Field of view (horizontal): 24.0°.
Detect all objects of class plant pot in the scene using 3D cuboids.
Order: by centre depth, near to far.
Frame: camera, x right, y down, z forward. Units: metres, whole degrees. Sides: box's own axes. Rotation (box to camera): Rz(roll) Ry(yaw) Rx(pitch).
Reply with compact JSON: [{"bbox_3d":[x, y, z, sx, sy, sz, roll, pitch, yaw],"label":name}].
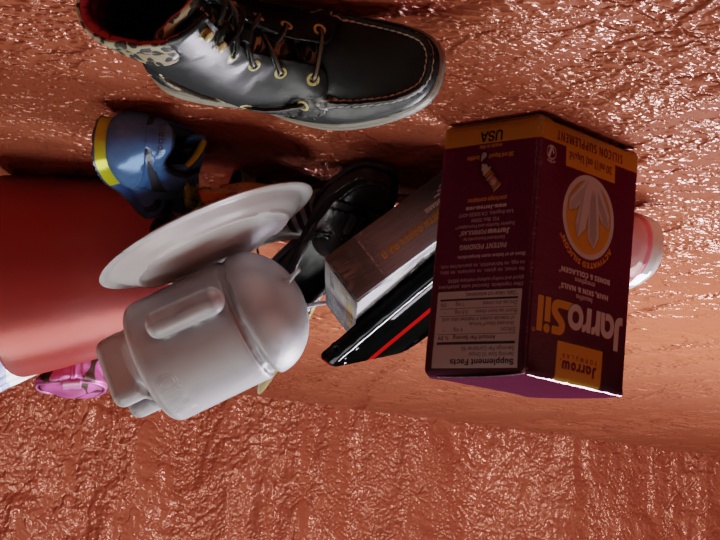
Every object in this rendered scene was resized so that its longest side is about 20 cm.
[{"bbox_3d":[-0.254,-0.002,1.634,0.177,0.201,0.200,-5,168,8],"label":"plant pot"}]

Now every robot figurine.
[{"bbox_3d":[-0.130,0.057,1.491,0.199,0.113,0.170,-26,161,6],"label":"robot figurine"}]

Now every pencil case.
[{"bbox_3d":[-0.291,0.034,1.776,0.090,0.201,0.094,9,171,-22],"label":"pencil case"}]

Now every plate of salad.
[{"bbox_3d":[-0.136,-0.037,1.458,0.199,0.048,0.200,-25,170,-5],"label":"plate of salad"}]

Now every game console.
[{"bbox_3d":[0.069,0.013,1.503,0.200,0.031,0.177,-41,165,21],"label":"game console"}]

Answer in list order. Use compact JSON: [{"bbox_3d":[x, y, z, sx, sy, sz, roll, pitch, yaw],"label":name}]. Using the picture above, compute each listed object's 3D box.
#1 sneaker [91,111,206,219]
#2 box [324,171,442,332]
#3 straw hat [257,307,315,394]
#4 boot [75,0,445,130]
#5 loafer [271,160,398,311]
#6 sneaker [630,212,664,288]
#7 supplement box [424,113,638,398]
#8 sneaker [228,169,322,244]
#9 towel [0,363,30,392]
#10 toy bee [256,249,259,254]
[{"bbox_3d":[-0.159,-0.085,1.433,0.078,0.066,0.200,-1,169,11],"label":"sneaker"},{"bbox_3d":[0.044,-0.018,1.477,0.158,0.048,0.200,-37,171,-8],"label":"box"},{"bbox_3d":[-0.100,0.029,1.806,0.085,0.202,0.201,28,171,5],"label":"straw hat"},{"bbox_3d":[-0.060,-0.138,1.035,0.203,0.074,0.154,6,175,16],"label":"boot"},{"bbox_3d":[-0.026,-0.017,1.521,0.072,0.063,0.200,22,136,-20],"label":"loafer"},{"bbox_3d":[0.181,-0.020,1.580,0.104,0.076,0.200,7,175,-38],"label":"sneaker"},{"bbox_3d":[0.135,-0.007,1.326,0.103,0.201,0.131,-4,167,44],"label":"supplement box"},{"bbox_3d":[-0.078,-0.037,1.621,0.115,0.076,0.201,9,167,-9],"label":"sneaker"},{"bbox_3d":[-0.331,0.044,1.868,0.200,0.147,0.024,-29,-126,-34],"label":"towel"},{"bbox_3d":[-0.206,0.036,1.828,0.108,0.131,0.200,-5,-178,34],"label":"toy bee"}]
